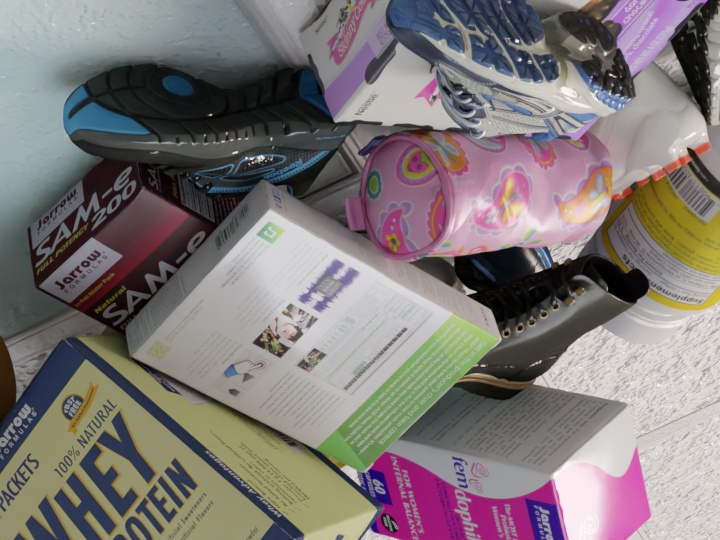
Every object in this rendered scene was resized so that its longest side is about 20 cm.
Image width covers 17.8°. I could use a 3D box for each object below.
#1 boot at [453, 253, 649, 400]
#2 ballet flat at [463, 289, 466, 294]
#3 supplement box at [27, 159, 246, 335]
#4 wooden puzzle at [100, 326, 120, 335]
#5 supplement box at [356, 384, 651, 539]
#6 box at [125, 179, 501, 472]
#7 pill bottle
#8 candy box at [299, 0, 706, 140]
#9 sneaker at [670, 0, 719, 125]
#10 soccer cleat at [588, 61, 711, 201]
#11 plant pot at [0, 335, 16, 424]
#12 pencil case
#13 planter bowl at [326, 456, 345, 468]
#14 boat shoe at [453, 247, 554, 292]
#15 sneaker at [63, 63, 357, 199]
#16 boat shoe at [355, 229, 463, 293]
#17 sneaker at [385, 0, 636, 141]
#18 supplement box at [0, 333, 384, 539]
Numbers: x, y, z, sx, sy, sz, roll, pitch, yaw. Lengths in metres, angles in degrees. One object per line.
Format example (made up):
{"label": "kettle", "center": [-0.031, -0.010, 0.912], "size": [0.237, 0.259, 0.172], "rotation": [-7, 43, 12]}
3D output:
{"label": "boot", "center": [0.094, 0.026, 1.586], "size": [0.138, 0.078, 0.200], "rotation": [-35, 158, 31]}
{"label": "ballet flat", "center": [0.031, 0.053, 1.701], "size": [0.067, 0.064, 0.200], "rotation": [-59, 180, 30]}
{"label": "supplement box", "center": [-0.105, 0.002, 1.498], "size": [0.200, 0.061, 0.109], "rotation": [30, 120, -36]}
{"label": "wooden puzzle", "center": [-0.132, 0.129, 1.659], "size": [0.185, 0.046, 0.200], "rotation": [26, 109, -27]}
{"label": "supplement box", "center": [0.100, 0.146, 1.691], "size": [0.103, 0.200, 0.101], "rotation": [-37, 123, -39]}
{"label": "box", "center": [-0.029, 0.040, 1.479], "size": [0.200, 0.036, 0.144], "rotation": [30, 117, -30]}
{"label": "pill bottle", "center": [0.242, -0.039, 1.678], "size": [0.114, 0.114, 0.200], "rotation": [-3, 148, -31]}
{"label": "candy box", "center": [0.092, -0.160, 1.401], "size": [0.200, 0.072, 0.168], "rotation": [2, 145, -36]}
{"label": "sneaker", "center": [0.257, -0.166, 1.502], "size": [0.089, 0.079, 0.200], "rotation": [-15, 151, -8]}
{"label": "soccer cleat", "center": [0.172, -0.088, 1.603], "size": [0.069, 0.078, 0.200], "rotation": [-29, 178, -30]}
{"label": "plant pot", "center": [-0.319, 0.081, 1.432], "size": [0.200, 0.200, 0.183], "rotation": [-35, 165, 24]}
{"label": "pencil case", "center": [0.081, -0.052, 1.494], "size": [0.200, 0.087, 0.087], "rotation": [-9, 152, -49]}
{"label": "planter bowl", "center": [-0.046, 0.107, 1.765], "size": [0.200, 0.084, 0.200], "rotation": [-17, 151, -10]}
{"label": "boat shoe", "center": [0.096, -0.017, 1.669], "size": [0.069, 0.084, 0.200], "rotation": [-27, 136, 8]}
{"label": "sneaker", "center": [-0.094, -0.075, 1.407], "size": [0.200, 0.073, 0.082], "rotation": [0, 135, -35]}
{"label": "boat shoe", "center": [0.000, 0.000, 1.630], "size": [0.200, 0.072, 0.066], "rotation": [6, 140, -34]}
{"label": "sneaker", "center": [0.075, -0.111, 1.322], "size": [0.085, 0.077, 0.200], "rotation": [-36, 148, 29]}
{"label": "supplement box", "center": [-0.122, 0.151, 1.490], "size": [0.134, 0.200, 0.200], "rotation": [-53, 167, 10]}
